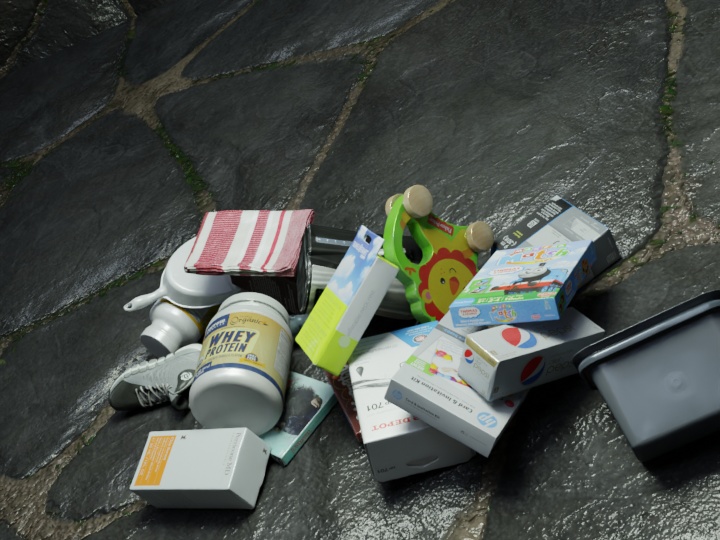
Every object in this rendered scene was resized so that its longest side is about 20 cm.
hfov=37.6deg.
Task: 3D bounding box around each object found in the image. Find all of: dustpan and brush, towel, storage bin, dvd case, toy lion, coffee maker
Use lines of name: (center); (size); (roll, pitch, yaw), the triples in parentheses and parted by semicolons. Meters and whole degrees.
dustpan and brush: (-0.325, 0.024, 1.874); (0.199, 0.057, 0.140); (-20, 63, -23)
towel: (-0.186, -0.050, 1.765); (0.199, 0.023, 0.145); (0, 47, 17)
storage bin: (0.380, 0.139, 1.284); (0.199, 0.146, 0.135); (-25, 62, 10)
dvd case: (-0.139, 0.221, 1.675); (0.199, 0.022, 0.146); (13, 54, 47)
toy lion: (0.115, -0.002, 1.583); (0.069, 0.199, 0.193); (-21, 48, 53)
coffee maker: (0.000, 0.000, 1.684); (0.198, 0.136, 0.192); (7, 18, -8)

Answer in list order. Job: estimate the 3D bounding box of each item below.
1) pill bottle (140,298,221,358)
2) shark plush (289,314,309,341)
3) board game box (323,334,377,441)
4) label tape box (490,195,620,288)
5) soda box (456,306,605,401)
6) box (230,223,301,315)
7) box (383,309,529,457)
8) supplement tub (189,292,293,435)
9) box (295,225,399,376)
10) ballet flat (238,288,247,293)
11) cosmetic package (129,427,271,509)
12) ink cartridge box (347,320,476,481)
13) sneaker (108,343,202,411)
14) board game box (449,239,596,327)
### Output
pill bottle: (-0.314, 0.067, 1.932); (0.104, 0.105, 0.200); (4, 48, 41)
shark plush: (-0.145, 0.096, 1.771); (0.199, 0.083, 0.091); (-2, 44, 42)
board game box: (0.012, 0.174, 1.598); (0.102, 0.020, 0.200); (-23, 33, -7)
label tape box: (0.270, -0.013, 1.607); (0.199, 0.066, 0.143); (-34, 34, -7)
soda box: (0.226, 0.107, 1.394); (0.199, 0.064, 0.068); (-12, 36, -34)
box: (-0.130, 0.008, 1.800); (0.199, 0.100, 0.075); (23, 58, 20)
box: (0.143, 0.144, 1.407); (0.155, 0.041, 0.200); (28, 37, 15)
supplement tub: (-0.182, 0.145, 1.655); (0.144, 0.145, 0.201); (-18, 37, 19)
box: (-0.016, 0.041, 1.528); (0.201, 0.047, 0.122); (-60, 21, 3)
ballet flat: (-0.169, 0.037, 1.887); (0.200, 0.073, 0.073); (-42, 35, -15)
cosmetic package: (-0.242, 0.300, 1.596); (0.199, 0.071, 0.102); (-8, 51, 32)
ink cartridge box: (0.066, 0.179, 1.476); (0.145, 0.086, 0.201); (-14, 38, 0)
sneaker: (-0.342, 0.206, 1.808); (0.199, 0.075, 0.116); (-28, 36, 4)
board game box: (0.227, 0.017, 1.460); (0.150, 0.037, 0.200); (-7, 19, 29)
